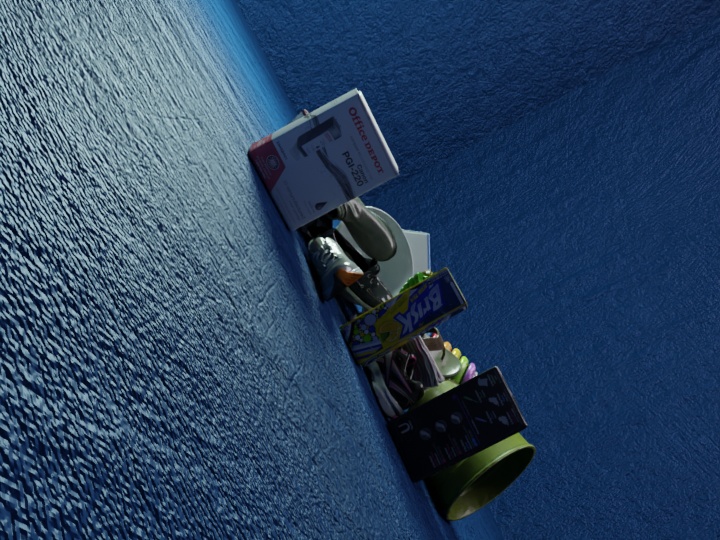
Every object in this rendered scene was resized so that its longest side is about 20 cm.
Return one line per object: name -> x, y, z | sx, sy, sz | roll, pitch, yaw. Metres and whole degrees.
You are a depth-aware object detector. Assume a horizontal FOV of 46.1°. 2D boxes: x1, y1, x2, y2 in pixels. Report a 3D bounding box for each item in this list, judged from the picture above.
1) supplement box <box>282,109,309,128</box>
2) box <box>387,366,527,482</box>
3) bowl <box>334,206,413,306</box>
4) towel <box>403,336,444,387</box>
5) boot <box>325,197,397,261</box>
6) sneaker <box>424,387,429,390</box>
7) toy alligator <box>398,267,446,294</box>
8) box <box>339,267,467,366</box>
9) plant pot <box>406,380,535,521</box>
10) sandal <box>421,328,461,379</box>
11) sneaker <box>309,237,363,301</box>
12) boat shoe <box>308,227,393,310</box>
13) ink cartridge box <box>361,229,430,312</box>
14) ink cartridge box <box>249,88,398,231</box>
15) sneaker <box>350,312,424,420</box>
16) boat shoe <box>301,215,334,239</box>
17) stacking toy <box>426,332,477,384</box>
supplement box -> -0.098, -0.222, 1.759 | 0.131, 0.103, 0.201 | 45, 13, -33
box -> 0.158, 0.249, 1.367 | 0.107, 0.198, 0.122 | 63, 3, 16
bowl -> 0.002, -0.015, 1.628 | 0.200, 0.090, 0.204 | 13, 69, -39
towel -> 0.062, 0.146, 1.506 | 0.147, 0.030, 0.200 | 60, -26, -5
boot -> -0.025, -0.094, 1.492 | 0.201, 0.068, 0.130 | 54, 20, 9
sneaker -> 0.146, 0.261, 1.746 | 0.081, 0.075, 0.203 | -60, 146, -77
toy alligator -> 0.083, 0.057, 1.463 | 0.054, 0.200, 0.060 | 19, 44, -18
box -> 0.072, 0.076, 1.368 | 0.071, 0.199, 0.064 | 61, 4, 13
plant pot -> 0.181, 0.311, 1.540 | 0.193, 0.200, 0.201 | 51, -3, 30
sandal -> 0.110, 0.124, 1.561 | 0.201, 0.057, 0.080 | 44, 44, -7
sneaker -> -0.051, -0.010, 1.367 | 0.092, 0.075, 0.200 | 55, -4, -4
boat shoe -> 0.000, -0.001, 1.502 | 0.199, 0.066, 0.075 | 45, 27, -10
ink cartridge box -> 0.073, 0.016, 1.787 | 0.200, 0.083, 0.147 | 140, -48, -64
ink cartridge box -> -0.057, -0.175, 1.340 | 0.147, 0.198, 0.085 | 61, 4, -16
sneaker -> 0.050, 0.152, 1.431 | 0.201, 0.086, 0.080 | 65, 4, 30
boat shoe -> -0.079, -0.095, 1.568 | 0.094, 0.074, 0.200 | 68, 14, 13
stacking toy -> 0.186, 0.201, 1.649 | 0.198, 0.110, 0.116 | 28, -26, 7
